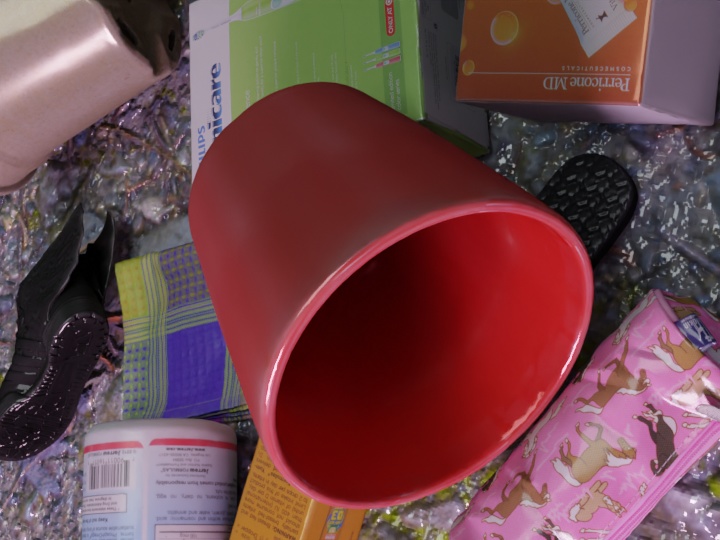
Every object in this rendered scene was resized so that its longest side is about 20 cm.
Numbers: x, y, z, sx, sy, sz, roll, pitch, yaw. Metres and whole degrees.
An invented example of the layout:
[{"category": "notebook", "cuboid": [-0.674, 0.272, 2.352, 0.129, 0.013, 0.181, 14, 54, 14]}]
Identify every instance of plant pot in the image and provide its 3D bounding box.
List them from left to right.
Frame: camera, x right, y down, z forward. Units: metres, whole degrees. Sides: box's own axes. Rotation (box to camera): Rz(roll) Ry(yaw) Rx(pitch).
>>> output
[{"category": "plant pot", "cuboid": [-0.251, -0.184, 0.977, 0.182, 0.200, 0.203, -19, 68, 20]}, {"category": "plant pot", "cuboid": [0.000, 0.000, 0.678, 0.201, 0.199, 0.178, -54, 45, 14]}]

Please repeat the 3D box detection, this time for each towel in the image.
[{"category": "towel", "cuboid": [-0.111, 0.041, 0.910, 0.198, 0.023, 0.146, -12, 73, 35]}]

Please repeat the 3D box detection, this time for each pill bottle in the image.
[{"category": "pill bottle", "cuboid": [-0.137, 0.207, 0.838, 0.108, 0.108, 0.203, -10, 74, 35]}]

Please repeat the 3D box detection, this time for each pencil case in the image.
[{"category": "pencil case", "cuboid": [0.133, 0.106, 0.675, 0.083, 0.087, 0.201, 39, 107, 2]}]

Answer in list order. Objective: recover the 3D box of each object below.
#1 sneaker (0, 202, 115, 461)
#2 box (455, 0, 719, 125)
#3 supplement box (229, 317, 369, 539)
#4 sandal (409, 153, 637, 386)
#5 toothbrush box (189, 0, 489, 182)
[{"category": "sneaker", "cuboid": [-0.251, 0.052, 0.993, 0.201, 0.060, 0.105, -55, 40, 24]}, {"category": "box", "cuboid": [0.139, -0.190, 0.706, 0.123, 0.097, 0.203, 7, 94, 39]}, {"category": "supplement box", "cuboid": [-0.030, 0.128, 0.801, 0.068, 0.066, 0.203, 15, 88, 38]}, {"category": "sandal", "cuboid": [0.099, 0.020, 0.749, 0.075, 0.045, 0.200, 40, 90, 30]}, {"category": "toothbrush box", "cuboid": [-0.020, -0.134, 0.839, 0.198, 0.086, 0.148, -14, 72, 33]}]
